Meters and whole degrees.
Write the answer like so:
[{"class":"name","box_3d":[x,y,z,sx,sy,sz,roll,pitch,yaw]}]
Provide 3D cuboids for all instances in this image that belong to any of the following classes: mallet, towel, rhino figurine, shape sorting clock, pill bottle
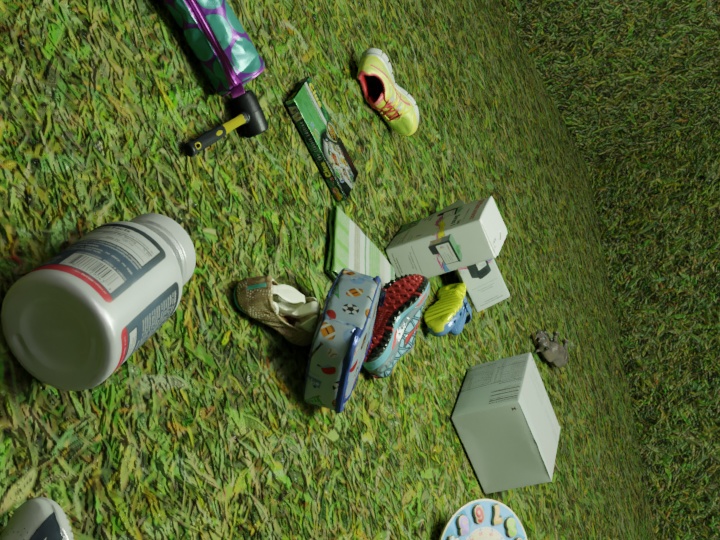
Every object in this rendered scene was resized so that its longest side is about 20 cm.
[{"class":"mallet","box_3d":[-0.194,-0.208,1.274,0.200,0.041,0.066,-38,110,-61]},{"class":"towel","box_3d":[0.000,0.000,1.569,0.200,0.031,0.150,46,33,-41]},{"class":"rhino figurine","box_3d":[0.524,0.212,2.511,0.200,0.059,0.088,31,57,-52]},{"class":"shape sorting clock","box_3d":[0.214,0.496,1.567,0.199,0.039,0.201,3,84,-31]},{"class":"pill bottle","box_3d":[-0.246,0.020,0.901,0.120,0.119,0.200,66,25,-15]}]

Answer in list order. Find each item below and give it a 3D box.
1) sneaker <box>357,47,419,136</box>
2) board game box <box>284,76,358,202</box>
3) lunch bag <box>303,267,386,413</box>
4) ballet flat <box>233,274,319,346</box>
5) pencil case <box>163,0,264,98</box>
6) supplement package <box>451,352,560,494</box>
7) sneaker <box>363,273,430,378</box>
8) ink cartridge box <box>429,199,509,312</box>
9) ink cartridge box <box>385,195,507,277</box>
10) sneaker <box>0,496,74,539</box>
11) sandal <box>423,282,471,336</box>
[{"class":"sneaker","box_3d":[0.048,-0.348,1.858,0.200,0.078,0.091,53,38,-25]},{"class":"board game box","box_3d":[-0.064,-0.227,1.580,0.201,0.023,0.105,62,28,-24]},{"class":"lunch bag","box_3d":[-0.023,0.101,1.326,0.200,0.075,0.161,-64,166,-55]},{"class":"ballet flat","box_3d":[-0.096,0.057,1.266,0.200,0.065,0.071,30,46,-57]},{"class":"pencil case","box_3d":[-0.213,-0.343,1.259,0.200,0.085,0.093,58,12,-29]},{"class":"supplement package","box_3d":[0.301,0.309,1.853,0.192,0.146,0.200,66,25,-15]},{"class":"sneaker","box_3d":[0.057,0.094,1.534,0.200,0.079,0.096,-54,142,-27]},{"class":"ink cartridge box","box_3d":[0.234,-0.034,1.969,0.201,0.082,0.146,63,3,-20]},{"class":"ink cartridge box","box_3d":[0.167,-0.058,1.749,0.084,0.199,0.145,66,24,-15]},{"class":"sneaker","box_3d":[-0.296,0.246,0.685,0.130,0.079,0.200,60,35,-44]},{"class":"sandal","box_3d":[0.186,0.093,1.845,0.200,0.079,0.088,-43,117,-62]}]
